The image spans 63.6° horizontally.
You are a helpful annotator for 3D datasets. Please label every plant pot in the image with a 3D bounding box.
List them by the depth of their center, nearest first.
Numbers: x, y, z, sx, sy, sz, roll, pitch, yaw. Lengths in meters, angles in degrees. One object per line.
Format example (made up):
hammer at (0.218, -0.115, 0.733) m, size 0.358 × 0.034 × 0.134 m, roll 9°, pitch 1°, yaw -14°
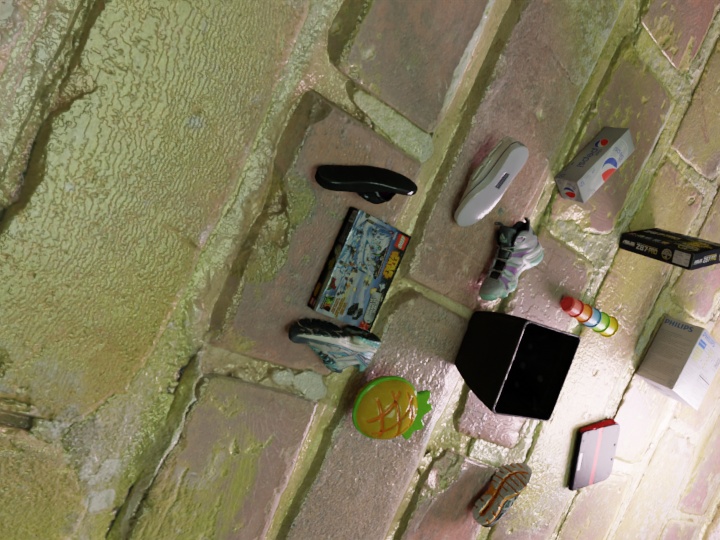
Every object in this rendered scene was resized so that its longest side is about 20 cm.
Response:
plant pot at (0.328, 0.191, 1.278) m, size 0.198 × 0.177 × 0.202 m, roll 17°, pitch 96°, yaw -34°

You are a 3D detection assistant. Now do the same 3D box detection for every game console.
game console at (0.688, 0.543, 1.715) m, size 0.174 × 0.031 × 0.204 m, roll -4°, pitch 107°, yaw -27°

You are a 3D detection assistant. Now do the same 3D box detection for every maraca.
maraca at (0.067, 0.283, 1.181) m, size 0.198 × 0.107 × 0.139 m, roll 21°, pitch 100°, yaw -35°

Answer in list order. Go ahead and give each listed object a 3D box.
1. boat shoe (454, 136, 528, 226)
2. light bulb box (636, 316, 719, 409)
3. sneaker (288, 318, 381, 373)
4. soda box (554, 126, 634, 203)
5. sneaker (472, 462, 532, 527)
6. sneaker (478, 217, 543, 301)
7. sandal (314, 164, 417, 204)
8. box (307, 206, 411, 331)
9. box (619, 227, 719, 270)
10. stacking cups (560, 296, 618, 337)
boat shoe at (0.253, -0.183, 1.181) m, size 0.071 × 0.066 × 0.201 m, roll 17°, pitch 117°, yaw -38°
light bulb box at (0.967, 0.278, 1.748) m, size 0.197 × 0.124 × 0.202 m, roll 32°, pitch 86°, yaw -35°
sneaker at (-0.050, 0.149, 1.084) m, size 0.198 × 0.077 × 0.088 m, roll 15°, pitch 100°, yaw -35°
soda box at (0.544, -0.247, 1.346) m, size 0.200 × 0.068 × 0.064 m, roll -43°, pitch 123°, yaw -15°
sneaker at (0.366, 0.577, 1.494) m, size 0.199 × 0.078 × 0.078 m, roll -39°, pitch 135°, yaw -12°
sneaker at (0.310, -0.039, 1.262) m, size 0.200 × 0.077 × 0.141 m, roll -42°, pitch 122°, yaw -26°
sandal at (0.009, -0.152, 1.040) m, size 0.197 × 0.076 × 0.048 m, roll 1°, pitch 130°, yaw -25°
box at (0.000, 0.000, 1.090) m, size 0.136 × 0.040 × 0.202 m, roll 24°, pitch 91°, yaw -34°
box at (0.799, -0.058, 1.488) m, size 0.159 × 0.199 × 0.050 m, roll -6°, pitch 110°, yaw -30°
stacking cups at (0.589, 0.119, 1.493) m, size 0.198 × 0.060 × 0.061 m, roll 23°, pitch 92°, yaw -35°
